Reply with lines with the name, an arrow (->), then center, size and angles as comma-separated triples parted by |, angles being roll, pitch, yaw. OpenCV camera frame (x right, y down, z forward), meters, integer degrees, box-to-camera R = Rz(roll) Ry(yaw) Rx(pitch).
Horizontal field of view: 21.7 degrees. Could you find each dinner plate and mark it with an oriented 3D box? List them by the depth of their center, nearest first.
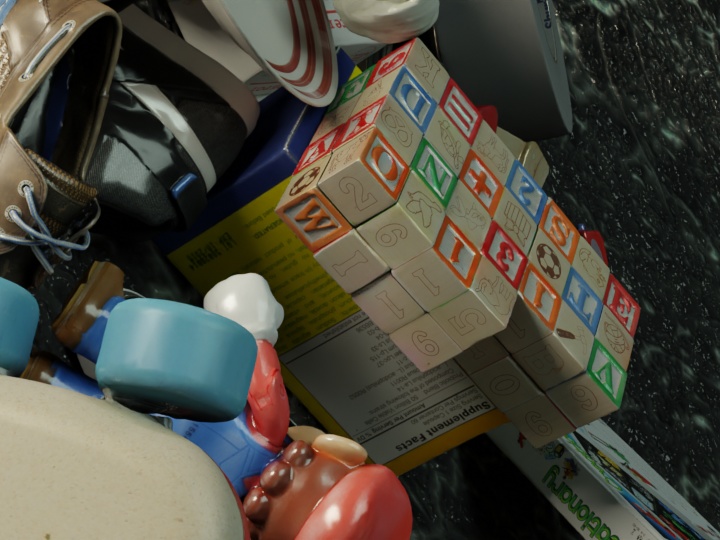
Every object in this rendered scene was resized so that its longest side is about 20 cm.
dinner plate -> -0.067, -0.170, 0.940 | 0.201, 0.024, 0.201 | 58, 16, -27

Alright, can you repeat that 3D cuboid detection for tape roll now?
tape roll -> 0.089, -0.183, 1.259 | 0.200, 0.066, 0.202 | -12, 90, -80

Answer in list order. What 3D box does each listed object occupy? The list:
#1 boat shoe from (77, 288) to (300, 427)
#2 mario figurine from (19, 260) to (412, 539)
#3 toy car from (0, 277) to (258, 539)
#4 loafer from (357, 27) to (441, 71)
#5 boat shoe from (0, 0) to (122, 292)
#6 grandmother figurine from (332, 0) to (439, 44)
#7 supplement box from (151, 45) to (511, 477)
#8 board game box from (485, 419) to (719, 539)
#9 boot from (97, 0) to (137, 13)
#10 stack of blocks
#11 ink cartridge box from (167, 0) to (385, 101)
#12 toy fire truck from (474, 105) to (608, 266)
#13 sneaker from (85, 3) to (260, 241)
boat shoe -> -0.061, 0.080, 0.942 | 0.200, 0.056, 0.069 | 49, 35, -17
mario figurine -> -0.063, 0.081, 0.883 | 0.199, 0.123, 0.106 | 35, 49, -9
toy car -> -0.120, 0.120, 0.781 | 0.200, 0.175, 0.186 | 67, 33, -71
loafer -> 0.028, -0.115, 1.200 | 0.072, 0.063, 0.202 | 20, 50, -45
boat shoe -> -0.154, -0.032, 0.815 | 0.072, 0.072, 0.202 | 30, 67, -55
grandmother figurine -> -0.001, -0.182, 1.025 | 0.121, 0.061, 0.200 | 39, 15, -31
supplement box -> 0.000, 0.000, 1.036 | 0.200, 0.108, 0.110 | 49, 35, -18
board game box -> 0.150, 0.133, 1.114 | 0.126, 0.035, 0.200 | 28, 12, -39
boot -> -0.197, -0.170, 0.877 | 0.068, 0.198, 0.132 | -155, -123, -84
stack of blocks -> 0.056, -0.004, 0.961 | 0.200, 0.058, 0.116 | 48, 36, -19
ink cartridge box -> -0.057, -0.170, 1.123 | 0.115, 0.068, 0.201 | -16, 79, -57
toy fire truck -> 0.095, -0.031, 1.190 | 0.199, 0.048, 0.143 | -3, 93, -55
sneaker -> -0.155, -0.090, 0.932 | 0.199, 0.073, 0.112 | 32, 67, -9
